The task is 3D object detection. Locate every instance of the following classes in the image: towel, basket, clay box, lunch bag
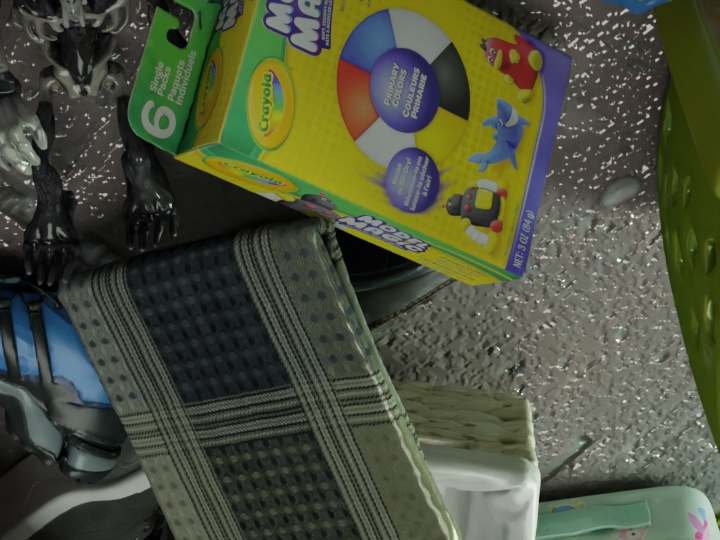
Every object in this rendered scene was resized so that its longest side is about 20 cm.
[{"bbox_3d":[-0.046,0.075,0.915,0.192,0.034,0.201,-12,106,41],"label":"towel"},{"bbox_3d":[0.025,0.169,1.034,0.134,0.123,0.202,7,110,4],"label":"basket"},{"bbox_3d":[-0.001,-0.081,0.840,0.199,0.116,0.047,22,164,-31],"label":"clay box"},{"bbox_3d":[0.134,0.212,1.161,0.198,0.077,0.161,-10,132,4],"label":"lunch bag"}]

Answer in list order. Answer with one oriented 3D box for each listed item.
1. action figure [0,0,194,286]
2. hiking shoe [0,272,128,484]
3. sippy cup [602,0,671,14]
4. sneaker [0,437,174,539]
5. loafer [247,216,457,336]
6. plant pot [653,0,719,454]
[{"bbox_3d":[-0.123,-0.087,0.844,0.118,0.102,0.201,-13,135,-11],"label":"action figure"},{"bbox_3d":[-0.194,0.027,0.980,0.200,0.074,0.087,37,92,-24],"label":"hiking shoe"},{"bbox_3d":[0.131,-0.182,0.766,0.178,0.139,0.130,49,134,5],"label":"sippy cup"},{"bbox_3d":[-0.127,0.130,1.073,0.199,0.071,0.099,-31,130,30],"label":"sneaker"},{"bbox_3d":[0.000,0.000,0.964,0.199,0.073,0.072,-17,142,24],"label":"loafer"},{"bbox_3d":[0.237,-0.051,0.851,0.198,0.200,0.182,-11,126,7],"label":"plant pot"}]
